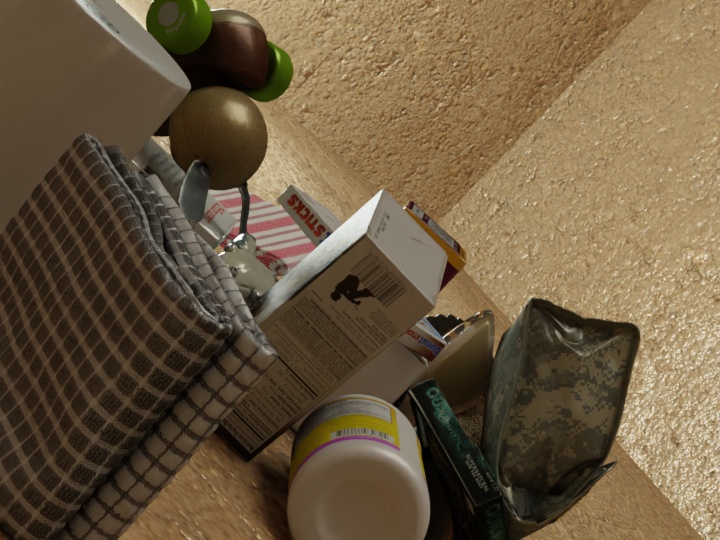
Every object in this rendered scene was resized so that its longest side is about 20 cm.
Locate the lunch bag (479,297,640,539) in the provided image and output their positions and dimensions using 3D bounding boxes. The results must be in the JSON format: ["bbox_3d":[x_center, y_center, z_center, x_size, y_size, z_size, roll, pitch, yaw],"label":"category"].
[{"bbox_3d":[0.163,0.143,1.457,0.117,0.200,0.164,16,-14,0],"label":"lunch bag"}]

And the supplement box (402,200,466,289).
[{"bbox_3d":[0.012,0.031,1.695,0.086,0.200,0.110,43,7,-1],"label":"supplement box"}]

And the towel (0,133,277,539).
[{"bbox_3d":[-0.152,0.035,0.896,0.086,0.166,0.200,29,15,-43],"label":"towel"}]

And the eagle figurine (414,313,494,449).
[{"bbox_3d":[0.095,0.158,1.764,0.200,0.151,0.152,54,17,-2],"label":"eagle figurine"}]

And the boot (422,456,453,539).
[{"bbox_3d":[0.049,0.204,1.443,0.075,0.074,0.200,47,2,-25],"label":"boot"}]

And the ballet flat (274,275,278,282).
[{"bbox_3d":[-0.116,0.004,1.712,0.072,0.072,0.200,43,5,-10],"label":"ballet flat"}]

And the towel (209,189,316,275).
[{"bbox_3d":[-0.119,-0.045,1.713,0.200,0.030,0.146,28,20,23],"label":"towel"}]

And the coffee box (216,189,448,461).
[{"bbox_3d":[-0.034,0.042,1.286,0.080,0.200,0.113,46,20,-9],"label":"coffee box"}]

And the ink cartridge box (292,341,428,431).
[{"bbox_3d":[-0.026,0.075,1.526,0.125,0.129,0.200,43,8,-7],"label":"ink cartridge box"}]

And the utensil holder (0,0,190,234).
[{"bbox_3d":[-0.232,-0.098,1.075,0.170,0.200,0.170,43,8,-7],"label":"utensil holder"}]

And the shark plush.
[{"bbox_3d":[-0.114,0.030,1.375,0.091,0.083,0.200,54,8,2],"label":"shark plush"}]

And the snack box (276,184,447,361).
[{"bbox_3d":[0.000,0.000,1.484,0.200,0.024,0.072,49,9,37],"label":"snack box"}]

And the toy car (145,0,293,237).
[{"bbox_3d":[-0.143,-0.119,1.466,0.164,0.158,0.200,24,51,-57],"label":"toy car"}]

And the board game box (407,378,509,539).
[{"bbox_3d":[0.091,0.202,1.434,0.200,0.028,0.135,77,-13,-49],"label":"board game box"}]

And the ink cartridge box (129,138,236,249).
[{"bbox_3d":[-0.216,-0.076,1.508,0.200,0.084,0.146,44,8,-5],"label":"ink cartridge box"}]

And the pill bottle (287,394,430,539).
[{"bbox_3d":[-0.003,0.156,1.272,0.104,0.104,0.200,43,7,-7],"label":"pill bottle"}]

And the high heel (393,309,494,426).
[{"bbox_3d":[0.057,0.099,1.590,0.071,0.200,0.143,26,15,-21],"label":"high heel"}]
